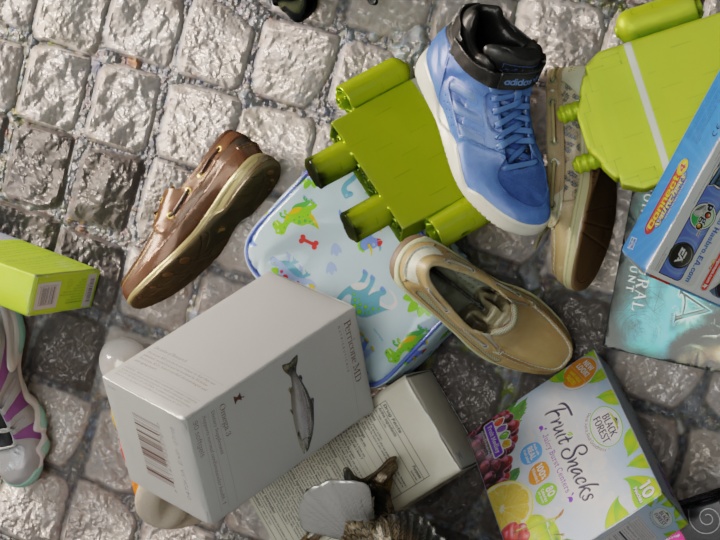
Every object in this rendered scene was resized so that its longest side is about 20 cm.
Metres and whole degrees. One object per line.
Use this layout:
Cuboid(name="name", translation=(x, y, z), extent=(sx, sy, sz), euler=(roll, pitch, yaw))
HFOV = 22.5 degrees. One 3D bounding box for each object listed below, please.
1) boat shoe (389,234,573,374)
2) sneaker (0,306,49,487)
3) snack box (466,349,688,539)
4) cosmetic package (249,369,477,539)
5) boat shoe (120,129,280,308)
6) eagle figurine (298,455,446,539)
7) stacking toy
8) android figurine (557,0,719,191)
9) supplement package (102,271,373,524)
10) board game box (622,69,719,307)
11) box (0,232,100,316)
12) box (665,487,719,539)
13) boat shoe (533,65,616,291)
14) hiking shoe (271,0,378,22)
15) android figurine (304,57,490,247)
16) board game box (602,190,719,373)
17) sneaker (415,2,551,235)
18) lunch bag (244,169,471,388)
Cuboid(name="boat shoe", translation=(0.115, 0.041, 1.571), extent=(0.072, 0.200, 0.076), euler=(-62, 27, 0))
Cuboid(name="sneaker", translation=(-0.383, 0.123, 1.795), extent=(0.078, 0.140, 0.201), euler=(-17, 85, 21))
Cuboid(name="snack box", translation=(0.180, 0.175, 1.542), extent=(0.142, 0.200, 0.053), euler=(-34, 123, 11))
Cuboid(name="cosmetic package", translation=(0.001, 0.186, 1.679), extent=(0.200, 0.071, 0.105), euler=(-33, 80, 20))
Cuboid(name="boat shoe", translation=(-0.163, -0.049, 1.743), extent=(0.200, 0.072, 0.068), euler=(-48, 70, 10))
Cuboid(name="eagle figurine", translation=(0.039, 0.262, 1.567), extent=(0.200, 0.151, 0.152), euler=(59, 155, 32))
Cuboid(name="stacking toy", translation=(-0.191, 0.134, 1.742), extent=(0.146, 0.146, 0.200), euler=(-49, 59, 16))
Cuboid(name="android figurine", translation=(0.268, -0.140, 1.530), extent=(0.200, 0.041, 0.183), euler=(-19, 84, 8))
Cuboid(name="supplement package", translation=(-0.103, 0.107, 1.584), extent=(0.117, 0.200, 0.117), euler=(21, 133, 42))
Cuboid(name="board game box", translation=(0.347, -0.057, 1.481), extent=(0.195, 0.056, 0.200), euler=(23, 103, -22))
Cuboid(name="box", translation=(-0.375, -0.010, 1.798), extent=(0.200, 0.122, 0.048), euler=(19, 100, 20))
Cuboid(name="box", translation=(0.254, 0.277, 1.558), extent=(0.200, 0.115, 0.132), euler=(-22, 85, 23))
Cuboid(name="boat shoe", translation=(0.188, -0.082, 1.601), extent=(0.063, 0.073, 0.201), euler=(5, 83, 28))
Cuboid(name="hiking shoe", translation=(-0.080, -0.283, 1.695), extent=(0.199, 0.076, 0.101), euler=(-2, 88, 21))
Cuboid(name="android figurine", translation=(0.057, -0.108, 1.618), extent=(0.200, 0.041, 0.182), euler=(-28, 72, -13))
Cuboid(name="board game box", translation=(0.295, -0.017, 1.577), extent=(0.135, 0.028, 0.201), euler=(12, 96, 22))
Cuboid(name="sneaker", translation=(0.122, -0.136, 1.544), extent=(0.111, 0.077, 0.200), euler=(-52, 54, 50))
Cuboid(name="lunch bag", translation=(0.000, 0.000, 1.668), extent=(0.200, 0.082, 0.161), euler=(47, 106, 14))
